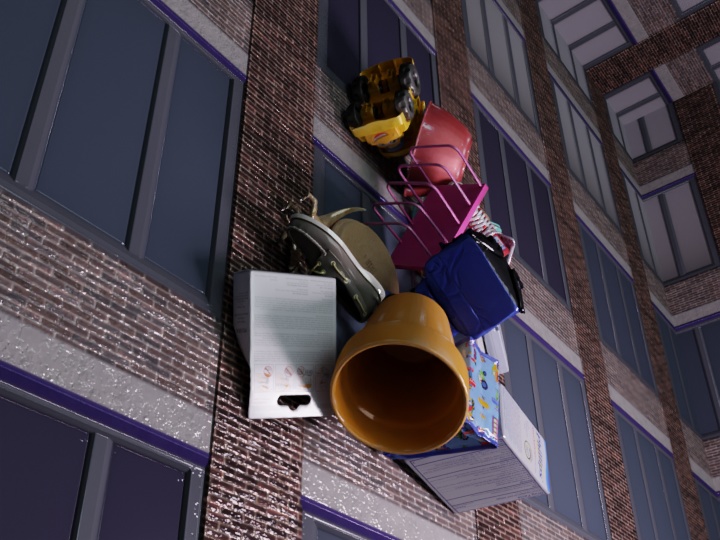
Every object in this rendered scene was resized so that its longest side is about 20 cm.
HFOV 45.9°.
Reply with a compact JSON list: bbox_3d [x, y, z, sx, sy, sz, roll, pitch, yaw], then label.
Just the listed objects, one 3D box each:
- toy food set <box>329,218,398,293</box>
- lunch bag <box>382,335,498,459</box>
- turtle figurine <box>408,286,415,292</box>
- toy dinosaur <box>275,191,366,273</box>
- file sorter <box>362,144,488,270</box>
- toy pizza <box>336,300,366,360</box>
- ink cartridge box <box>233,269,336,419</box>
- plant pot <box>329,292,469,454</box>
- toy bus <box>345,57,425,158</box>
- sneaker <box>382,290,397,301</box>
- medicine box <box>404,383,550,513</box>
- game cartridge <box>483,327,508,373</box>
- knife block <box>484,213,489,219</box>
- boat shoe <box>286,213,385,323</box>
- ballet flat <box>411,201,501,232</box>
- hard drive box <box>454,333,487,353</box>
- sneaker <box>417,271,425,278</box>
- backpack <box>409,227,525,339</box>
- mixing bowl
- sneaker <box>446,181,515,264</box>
[{"bbox_3d":[0.000,0.000,1.476,0.199,0.048,0.202,51,34,-24],"label":"toy food set"},{"bbox_3d":[0.117,0.216,1.360,0.094,0.198,0.153,39,43,-34],"label":"lunch bag"},{"bbox_3d":[0.156,0.026,1.631,0.150,0.196,0.102,-121,-154,-48],"label":"turtle figurine"},{"bbox_3d":[-0.081,-0.071,1.384,0.200,0.058,0.102,-48,115,-36],"label":"toy dinosaur"},{"bbox_3d":[0.114,-0.119,1.569,0.126,0.138,0.202,49,62,-32],"label":"file sorter"},{"bbox_3d":[-0.047,0.120,1.325,0.199,0.031,0.204,29,50,-40],"label":"toy pizza"},{"bbox_3d":[-0.106,0.106,1.217,0.158,0.047,0.205,6,82,-43],"label":"ink cartridge box"},{"bbox_3d":[0.065,0.134,1.266,0.201,0.198,0.184,53,25,-21],"label":"plant pot"},{"bbox_3d":[0.067,-0.301,1.738,0.202,0.133,0.193,-78,151,-43],"label":"toy bus"},{"bbox_3d":[0.080,0.125,1.439,0.070,0.077,0.202,-41,129,-24],"label":"sneaker"},{"bbox_3d":[0.197,0.305,1.431,0.200,0.180,0.104,50,32,-37],"label":"medicine box"},{"bbox_3d":[0.258,0.107,1.682,0.201,0.041,0.135,-86,165,-61],"label":"game cartridge"},{"bbox_3d":[0.247,-0.037,1.886,0.199,0.063,0.179,-4,74,-59],"label":"knife block"},{"bbox_3d":[-0.044,-0.003,1.315,0.202,0.072,0.061,46,62,-20],"label":"boat shoe"},{"bbox_3d":[0.196,-0.082,1.773,0.196,0.067,0.072,15,69,-9],"label":"ballet flat"},{"bbox_3d":[0.193,0.167,1.575,0.201,0.075,0.158,64,19,-55],"label":"hard drive box"},{"bbox_3d":[0.171,0.007,1.722,0.201,0.076,0.073,51,35,-22],"label":"sneaker"},{"bbox_3d":[0.179,0.022,1.425,0.165,0.166,0.200,61,18,1],"label":"backpack"},{"bbox_3d":[0.166,-0.234,1.739,0.200,0.106,0.204,16,90,-84],"label":"mixing bowl"},{"bbox_3d":[0.238,-0.083,1.684,0.071,0.112,0.202,-35,114,-16],"label":"sneaker"}]
